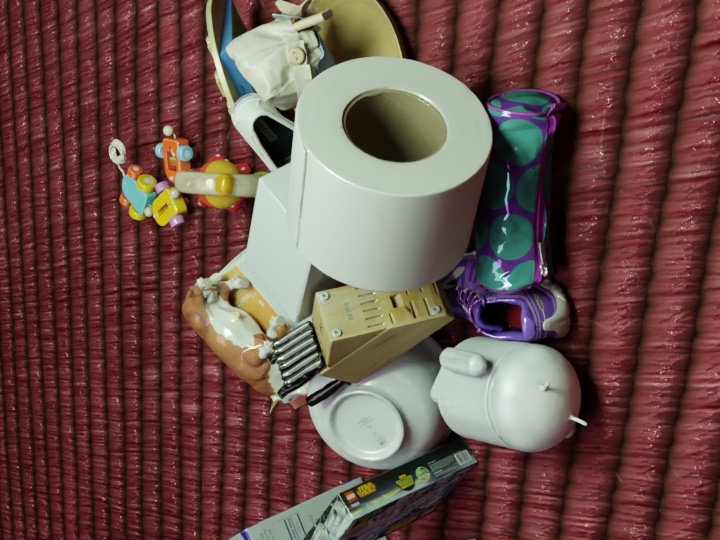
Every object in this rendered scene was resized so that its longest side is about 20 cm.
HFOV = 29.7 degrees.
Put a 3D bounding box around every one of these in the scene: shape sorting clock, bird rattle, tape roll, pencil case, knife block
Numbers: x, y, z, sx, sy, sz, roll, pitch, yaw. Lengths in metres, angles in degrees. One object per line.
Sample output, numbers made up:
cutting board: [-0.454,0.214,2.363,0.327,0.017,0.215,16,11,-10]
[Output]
shape sorting clock: [-0.151,-0.246,1.703,0.200,0.039,0.203,-19,-89,-82]
bird rattle: [-0.171,-0.120,1.793,0.198,0.162,0.114,18,100,38]
tape roll: [0.026,-0.099,1.381,0.203,0.201,0.140,48,149,29]
pencil case: [0.165,-0.082,1.410,0.092,0.084,0.203,20,119,44]
knife block: [-0.004,0.085,1.550,0.176,0.197,0.065,100,154,-59]

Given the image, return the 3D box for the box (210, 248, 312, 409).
box: [-0.092,0.060,1.744,0.201,0.097,0.124,50,145,-6]

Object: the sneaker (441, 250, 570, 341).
sneaker: [0.138,0.031,1.494,0.199,0.083,0.082,15,115,51]

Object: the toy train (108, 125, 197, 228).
toy train: [-0.296,-0.144,2.030,0.199,0.055,0.153,7,108,49]

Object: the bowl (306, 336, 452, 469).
bowl: [0.016,0.163,1.623,0.198,0.091,0.204,7,117,15]

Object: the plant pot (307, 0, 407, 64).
plant pot: [-0.003,-0.242,1.619,0.199,0.027,0.203,27,125,46]

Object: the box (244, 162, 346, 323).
box: [-0.016,-0.061,1.539,0.107,0.199,0.153,49,149,22]

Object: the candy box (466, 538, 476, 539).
candy box: [0.107,0.455,1.719,0.167,0.071,0.203,-25,83,54]

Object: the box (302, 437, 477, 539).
box: [0.033,0.280,1.636,0.040,0.198,0.137,55,140,21]

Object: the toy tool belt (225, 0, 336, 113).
toy tool belt: [-0.071,-0.253,1.588,0.125,0.122,0.200,51,-173,0]

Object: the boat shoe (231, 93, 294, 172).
boat shoe: [-0.075,-0.134,1.643,0.200,0.072,0.066,50,180,-35]

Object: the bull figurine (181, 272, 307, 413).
bull figurine: [-0.141,0.086,1.681,0.199,0.065,0.122,39,141,7]

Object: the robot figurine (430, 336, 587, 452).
robot figurine: [0.160,0.133,1.471,0.199,0.169,0.114,3,66,58]

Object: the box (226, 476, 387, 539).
box: [-0.061,0.404,1.811,0.105,0.198,0.186,-35,76,53]
